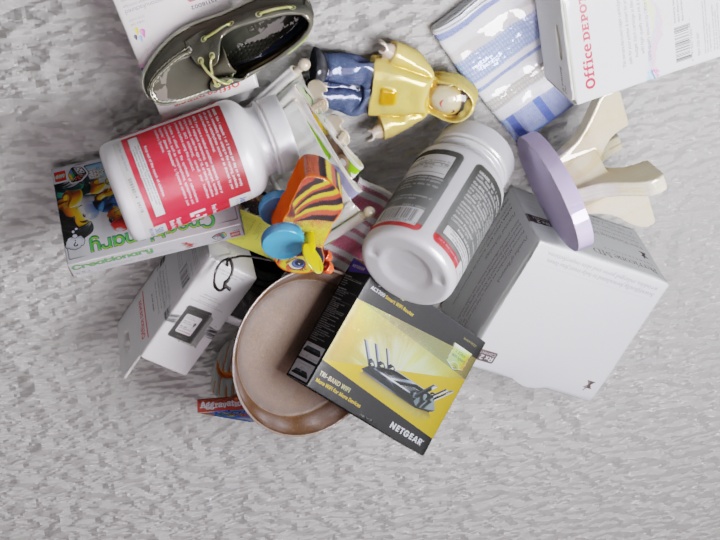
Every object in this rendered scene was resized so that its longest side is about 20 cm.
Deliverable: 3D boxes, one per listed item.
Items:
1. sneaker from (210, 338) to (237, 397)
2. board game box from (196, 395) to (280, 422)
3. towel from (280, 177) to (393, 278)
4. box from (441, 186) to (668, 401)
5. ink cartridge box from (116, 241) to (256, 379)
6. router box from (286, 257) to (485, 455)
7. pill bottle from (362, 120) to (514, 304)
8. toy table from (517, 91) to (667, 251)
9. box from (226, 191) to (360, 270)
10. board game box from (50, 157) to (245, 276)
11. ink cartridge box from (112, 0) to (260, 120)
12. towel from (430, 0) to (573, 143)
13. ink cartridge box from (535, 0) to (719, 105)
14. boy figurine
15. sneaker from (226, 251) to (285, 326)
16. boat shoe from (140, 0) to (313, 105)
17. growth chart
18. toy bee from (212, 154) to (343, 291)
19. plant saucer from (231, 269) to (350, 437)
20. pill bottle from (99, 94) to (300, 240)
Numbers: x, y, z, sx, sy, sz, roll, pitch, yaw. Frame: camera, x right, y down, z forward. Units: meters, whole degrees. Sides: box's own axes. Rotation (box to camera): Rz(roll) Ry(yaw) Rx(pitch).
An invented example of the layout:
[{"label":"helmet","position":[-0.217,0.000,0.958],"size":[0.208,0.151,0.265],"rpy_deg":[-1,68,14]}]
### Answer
[{"label":"sneaker","position":[-0.113,0.128,1.772],"size":[0.077,0.079,0.200],"rpy_deg":[25,158,-39]},{"label":"board game box","position":[-0.122,0.171,1.785],"size":[0.102,0.020,0.200],"rpy_deg":[-7,170,12]},{"label":"towel","position":[0.000,0.000,1.692],"size":[0.146,0.030,0.200],"rpy_deg":[27,111,-27]},{"label":"box","position":[0.239,0.032,1.796],"size":[0.198,0.131,0.200],"rpy_deg":[17,119,-23]},{"label":"ink cartridge box","position":[-0.210,0.038,1.707],"size":[0.067,0.116,0.200],"rpy_deg":[25,116,-28]},{"label":"router box","position":[0.033,0.103,1.674],"size":[0.200,0.052,0.158],"rpy_deg":[34,82,-34]},{"label":"pill bottle","position":[0.093,-0.069,1.614],"size":[0.114,0.200,0.114],"rpy_deg":[21,143,17]},{"label":"toy table","position":[0.267,-0.110,1.661],"size":[0.117,0.200,0.184],"rpy_deg":[-23,129,-2]},{"label":"box","position":[-0.082,-0.042,1.707],"size":[0.199,0.075,0.050],"rpy_deg":[22,117,-26]},{"label":"board game box","position":[-0.240,-0.077,1.616],"size":[0.199,0.127,0.035],"rpy_deg":[-14,156,-3]},{"label":"ink cartridge box","position":[-0.183,-0.243,1.548],"size":[0.116,0.068,0.200],"rpy_deg":[-19,126,0]},{"label":"towel","position":[0.189,-0.252,1.655],"size":[0.147,0.024,0.200],"rpy_deg":[-34,125,12]},{"label":"ink cartridge box","position":[0.302,-0.290,1.597],"size":[0.199,0.088,0.146],"rpy_deg":[-20,123,-10]},{"label":"boy figurine","position":[0.036,-0.200,1.632],"size":[0.199,0.065,0.125],"rpy_deg":[7,119,-14]},{"label":"sneaker","position":[-0.075,0.033,1.760],"size":[0.199,0.071,0.099],"rpy_deg":[15,125,-17]},{"label":"boat shoe","position":[-0.139,-0.228,1.490],"size":[0.201,0.060,0.072],"rpy_deg":[-29,125,5]},{"label":"growth chart","position":[-0.059,-0.124,1.604],"size":[0.144,0.018,0.201],"rpy_deg":[-23,93,40]},{"label":"toy bee","position":[-0.065,-0.044,1.569],"size":[0.108,0.131,0.200],"rpy_deg":[18,153,-27]},{"label":"plant saucer","position":[-0.066,0.092,1.658],"size":[0.200,0.034,0.201],"rpy_deg":[-9,107,-30]},{"label":"pill bottle","position":[-0.171,-0.117,1.550],"size":[0.199,0.112,0.113],"rpy_deg":[-21,126,-6]}]
